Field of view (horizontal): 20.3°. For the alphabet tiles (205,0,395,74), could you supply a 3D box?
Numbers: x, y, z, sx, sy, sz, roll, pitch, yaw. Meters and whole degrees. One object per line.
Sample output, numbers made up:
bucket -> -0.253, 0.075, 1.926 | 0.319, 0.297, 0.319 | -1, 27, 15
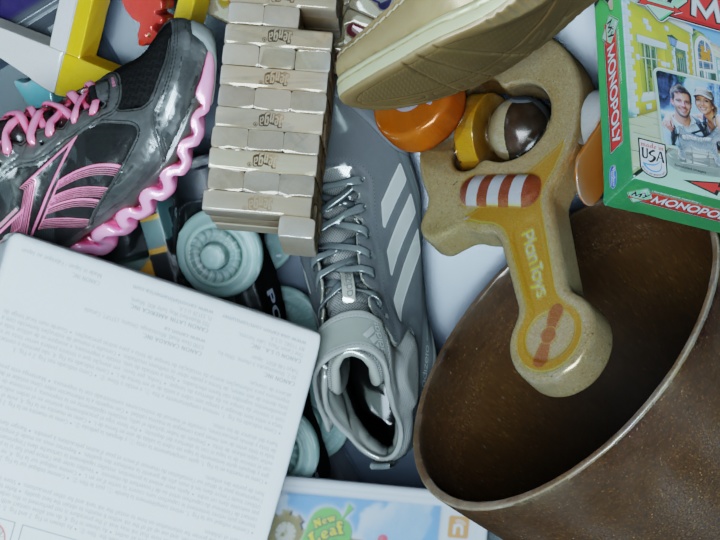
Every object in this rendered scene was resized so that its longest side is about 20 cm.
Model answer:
alphabet tiles -> -0.016, -0.194, 1.022 | 0.199, 0.006, 0.167 | 25, 93, 1

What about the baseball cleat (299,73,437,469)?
baseball cleat -> 0.000, 0.000, 1.017 | 0.069, 0.106, 0.202 | -15, 97, 13

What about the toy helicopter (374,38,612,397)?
toy helicopter -> 0.090, -0.032, 0.957 | 0.132, 0.201, 0.079 | -26, 141, 21

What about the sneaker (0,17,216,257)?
sneaker -> -0.150, -0.052, 0.978 | 0.095, 0.079, 0.200 | 34, 109, -23

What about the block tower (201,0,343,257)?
block tower -> -0.038, -0.112, 0.979 | 0.057, 0.054, 0.202 | 4, 82, 3

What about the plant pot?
plant pot -> 0.160, 0.094, 0.992 | 0.187, 0.187, 0.200 | -43, 116, 11

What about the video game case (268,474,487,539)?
video game case -> -0.035, 0.194, 0.998 | 0.198, 0.022, 0.184 | 7, 85, -20

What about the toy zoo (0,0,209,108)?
toy zoo -> -0.133, -0.167, 1.021 | 0.130, 0.020, 0.201 | 22, 108, 18

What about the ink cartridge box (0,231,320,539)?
ink cartridge box -> -0.120, 0.101, 0.944 | 0.161, 0.050, 0.202 | 19, 81, -16

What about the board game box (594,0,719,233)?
board game box -> 0.204, -0.073, 0.945 | 0.198, 0.029, 0.136 | 12, 60, -20

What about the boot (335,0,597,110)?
boot -> 0.048, -0.180, 0.930 | 0.199, 0.073, 0.156 | -34, 70, 31

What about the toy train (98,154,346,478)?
toy train -> -0.080, 0.044, 1.050 | 0.113, 0.085, 0.202 | -13, 99, 18
